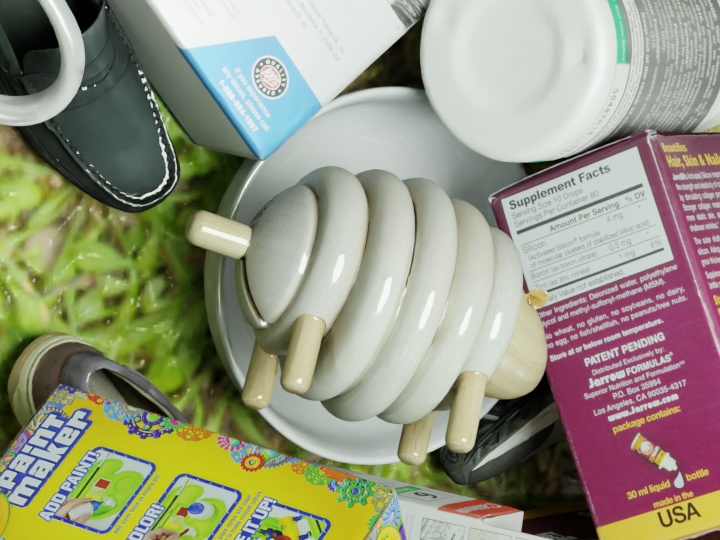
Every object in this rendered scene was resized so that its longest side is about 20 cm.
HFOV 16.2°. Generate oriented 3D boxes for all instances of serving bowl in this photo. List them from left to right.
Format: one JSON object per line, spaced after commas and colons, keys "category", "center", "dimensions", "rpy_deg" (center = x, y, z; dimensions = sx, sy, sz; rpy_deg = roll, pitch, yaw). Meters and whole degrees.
{"category": "serving bowl", "center": [0.000, 0.000, 1.348], "dimensions": [0.200, 0.066, 0.201], "rpy_deg": [-4, 99, -29]}

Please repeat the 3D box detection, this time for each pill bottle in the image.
{"category": "pill bottle", "center": [0.128, -0.117, 1.339], "dimensions": [0.200, 0.113, 0.114], "rpy_deg": [-7, 102, -55]}

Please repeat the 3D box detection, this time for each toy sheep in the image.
{"category": "toy sheep", "center": [0.005, 0.015, 1.244], "dimensions": [0.200, 0.138, 0.138], "rpy_deg": [22, 86, -24]}

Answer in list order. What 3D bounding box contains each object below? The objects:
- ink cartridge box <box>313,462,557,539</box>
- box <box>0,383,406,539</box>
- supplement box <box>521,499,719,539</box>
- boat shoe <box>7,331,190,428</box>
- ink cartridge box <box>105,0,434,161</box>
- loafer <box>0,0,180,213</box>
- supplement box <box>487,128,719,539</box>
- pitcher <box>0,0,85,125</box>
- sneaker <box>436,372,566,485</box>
{"category": "ink cartridge box", "center": [0.037, 0.170, 1.293], "dimensions": [0.050, 0.199, 0.109], "rpy_deg": [-1, 100, -60]}
{"category": "box", "center": [-0.078, 0.186, 1.207], "dimensions": [0.122, 0.192, 0.200], "rpy_deg": [-54, 148, -36]}
{"category": "supplement box", "center": [0.162, 0.211, 1.356], "dimensions": [0.197, 0.200, 0.133], "rpy_deg": [-2, 99, -54]}
{"category": "boat shoe", "center": [-0.104, 0.114, 1.305], "dimensions": [0.072, 0.065, 0.200], "rpy_deg": [-46, 119, -20]}
{"category": "ink cartridge box", "center": [-0.036, -0.176, 1.291], "dimensions": [0.200, 0.084, 0.145], "rpy_deg": [-43, 115, -17]}
{"category": "loafer", "center": [-0.150, -0.109, 1.246], "dimensions": [0.068, 0.070, 0.201], "rpy_deg": [-40, 114, -18]}
{"category": "supplement box", "center": [0.163, 0.036, 1.315], "dimensions": [0.131, 0.103, 0.201], "rpy_deg": [-6, 77, -60]}
{"category": "pitcher", "center": [-0.205, -0.158, 1.145], "dimensions": [0.171, 0.121, 0.201], "rpy_deg": [2, 120, -12]}
{"category": "sneaker", "center": [0.131, 0.068, 1.428], "dimensions": [0.200, 0.074, 0.080], "rpy_deg": [-32, 116, -21]}
